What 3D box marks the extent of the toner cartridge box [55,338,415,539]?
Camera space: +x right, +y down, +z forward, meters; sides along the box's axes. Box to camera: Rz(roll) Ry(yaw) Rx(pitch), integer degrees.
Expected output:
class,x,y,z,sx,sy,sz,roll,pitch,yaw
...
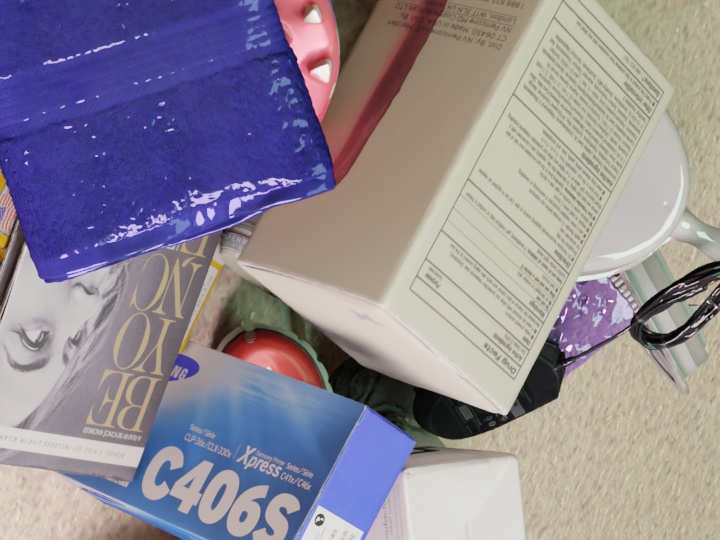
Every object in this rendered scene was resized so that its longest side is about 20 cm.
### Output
class,x,y,z,sx,sy,sz,roll,pitch,yaw
toner cartridge box,-0.068,0.096,1.519,0.043,0.200,0.095,38,76,-39

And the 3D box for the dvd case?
class,x,y,z,sx,sy,sz,roll,pitch,yaw
dvd case,-0.126,0.004,1.459,0.149,0.016,0.200,15,96,-58

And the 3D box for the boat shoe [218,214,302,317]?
class,x,y,z,sx,sy,sz,roll,pitch,yaw
boat shoe,-0.001,0.000,1.593,0.201,0.070,0.072,36,80,-55

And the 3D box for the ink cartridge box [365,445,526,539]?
class,x,y,z,sx,sy,sz,roll,pitch,yaw
ink cartridge box,0.015,0.153,1.565,0.068,0.200,0.116,-6,91,-24

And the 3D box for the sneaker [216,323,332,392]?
class,x,y,z,sx,sy,sz,roll,pitch,yaw
sneaker,-0.049,0.130,1.645,0.085,0.077,0.200,-112,-158,-74

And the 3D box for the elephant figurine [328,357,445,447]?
class,x,y,z,sx,sy,sz,roll,pitch,yaw
elephant figurine,0.006,0.114,1.735,0.141,0.155,0.200,-20,115,-2

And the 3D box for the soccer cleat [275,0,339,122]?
class,x,y,z,sx,sy,sz,roll,pitch,yaw
soccer cleat,-0.047,-0.148,1.444,0.076,0.067,0.200,-96,-178,-54

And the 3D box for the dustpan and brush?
class,x,y,z,sx,sy,sz,roll,pitch,yaw
dustpan and brush,0.158,-0.038,1.660,0.140,0.200,0.057,-66,-168,-5

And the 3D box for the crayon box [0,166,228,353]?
class,x,y,z,sx,sy,sz,roll,pitch,yaw
crayon box,-0.130,-0.050,1.483,0.200,0.052,0.126,36,78,-57

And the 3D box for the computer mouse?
class,x,y,z,sx,sy,sz,roll,pitch,yaw
computer mouse,0.120,0.039,1.671,0.200,0.034,0.059,-24,136,5

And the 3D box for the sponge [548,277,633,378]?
class,x,y,z,sx,sy,sz,roll,pitch,yaw
sponge,0.059,-0.011,1.684,0.112,0.030,0.200,-38,116,3

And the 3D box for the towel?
class,x,y,z,sx,sy,sz,roll,pitch,yaw
towel,-0.109,-0.108,1.366,0.148,0.050,0.200,-18,100,-5

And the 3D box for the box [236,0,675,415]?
class,x,y,z,sx,sy,sz,roll,pitch,yaw
box,0.050,-0.049,1.503,0.128,0.109,0.200,41,73,-45

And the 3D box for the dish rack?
class,x,y,z,sx,sy,sz,roll,pitch,yaw
dish rack,0.147,-0.028,1.788,0.044,0.172,0.200,-36,142,0
